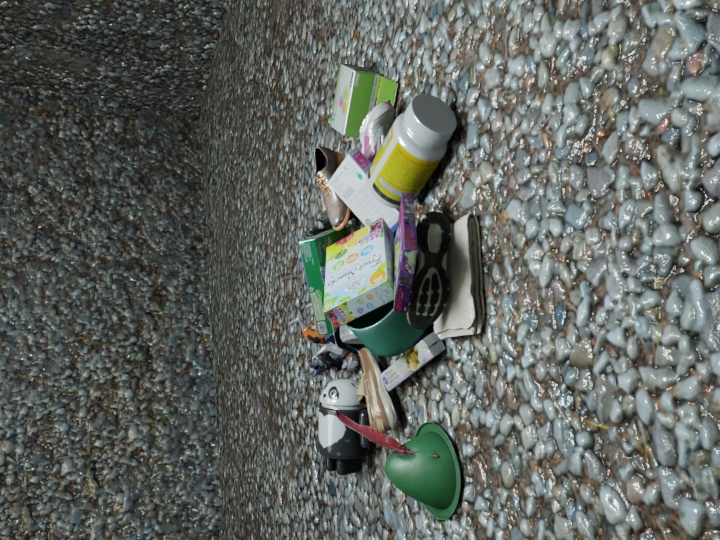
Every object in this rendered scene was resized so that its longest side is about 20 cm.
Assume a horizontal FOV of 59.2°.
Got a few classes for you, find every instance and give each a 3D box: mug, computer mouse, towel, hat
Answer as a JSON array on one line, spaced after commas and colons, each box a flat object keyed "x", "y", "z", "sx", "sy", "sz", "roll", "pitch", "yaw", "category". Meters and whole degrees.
[{"x": 0.069, "y": 0.075, "z": 1.218, "sx": 0.185, "sy": 0.115, "sz": 0.152, "roll": -46, "pitch": 30, "yaw": -6, "category": "mug"}, {"x": -0.033, "y": -0.138, "z": 1.500, "sx": 0.053, "sy": 0.136, "sz": 0.201, "roll": 54, "pitch": 127, "yaw": 21, "category": "computer mouse"}, {"x": 0.166, "y": 0.014, "z": 1.115, "sx": 0.132, "sy": 0.033, "sz": 0.207, "roll": 158, "pitch": 113, "yaw": -63, "category": "towel"}, {"x": 0.060, "y": 0.363, "z": 1.149, "sx": 0.199, "sy": 0.171, "sz": 0.172, "roll": -160, "pitch": 74, "yaw": -64, "category": "hat"}]

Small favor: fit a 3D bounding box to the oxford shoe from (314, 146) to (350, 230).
[{"x": -0.071, "y": -0.184, "z": 1.416, "sx": 0.071, "sy": 0.072, "sz": 0.206, "roll": -32, "pitch": 57, "yaw": 34, "category": "oxford shoe"}]

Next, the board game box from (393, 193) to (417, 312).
[{"x": 0.077, "y": -0.036, "z": 1.108, "sx": 0.202, "sy": 0.031, "sz": 0.123, "roll": -86, "pitch": 6, "yaw": -58, "category": "board game box"}]

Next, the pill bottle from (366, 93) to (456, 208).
[{"x": 0.095, "y": -0.223, "z": 1.198, "sx": 0.201, "sy": 0.111, "sz": 0.117, "roll": 124, "pitch": 141, "yaw": -49, "category": "pill bottle"}]

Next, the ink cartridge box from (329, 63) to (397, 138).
[{"x": 0.005, "y": -0.380, "z": 1.457, "sx": 0.200, "sy": 0.073, "sz": 0.152, "roll": -131, "pitch": 48, "yaw": -58, "category": "ink cartridge box"}]

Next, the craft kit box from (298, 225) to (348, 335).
[{"x": -0.061, "y": 0.017, "z": 1.411, "sx": 0.197, "sy": 0.047, "sz": 0.207, "roll": -36, "pitch": -64, "yaw": -70, "category": "craft kit box"}]

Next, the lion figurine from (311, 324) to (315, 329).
[{"x": -0.087, "y": 0.065, "z": 1.647, "sx": 0.123, "sy": 0.070, "sz": 0.206, "roll": 81, "pitch": -168, "yaw": -62, "category": "lion figurine"}]

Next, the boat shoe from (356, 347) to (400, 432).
[{"x": 0.022, "y": 0.252, "z": 1.343, "sx": 0.077, "sy": 0.070, "sz": 0.203, "roll": 67, "pitch": -179, "yaw": -47, "category": "boat shoe"}]

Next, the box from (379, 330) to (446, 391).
[{"x": 0.098, "y": 0.180, "z": 1.233, "sx": 0.039, "sy": 0.041, "sz": 0.201, "roll": 56, "pitch": 146, "yaw": 12, "category": "box"}]

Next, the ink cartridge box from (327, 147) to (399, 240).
[{"x": 0.026, "y": -0.148, "z": 1.342, "sx": 0.201, "sy": 0.042, "sz": 0.119, "roll": 50, "pitch": 147, "yaw": -1, "category": "ink cartridge box"}]

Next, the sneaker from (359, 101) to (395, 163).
[{"x": 0.043, "y": -0.256, "z": 1.365, "sx": 0.087, "sy": 0.080, "sz": 0.206, "roll": 31, "pitch": 117, "yaw": 32, "category": "sneaker"}]

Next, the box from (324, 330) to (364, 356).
[{"x": -0.050, "y": 0.118, "z": 1.489, "sx": 0.032, "sy": 0.120, "sz": 0.204, "roll": -37, "pitch": 48, "yaw": 21, "category": "box"}]

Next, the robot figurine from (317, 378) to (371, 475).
[{"x": -0.038, "y": 0.350, "z": 1.431, "sx": 0.125, "sy": 0.145, "sz": 0.208, "roll": 11, "pitch": -100, "yaw": -79, "category": "robot figurine"}]

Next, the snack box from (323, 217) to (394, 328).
[{"x": 0.000, "y": 0.000, "z": 1.220, "sx": 0.140, "sy": 0.053, "sz": 0.203, "roll": -28, "pitch": 34, "yaw": 19, "category": "snack box"}]

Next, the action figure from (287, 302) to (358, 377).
[{"x": -0.080, "y": 0.170, "z": 1.501, "sx": 0.105, "sy": 0.193, "sz": 0.200, "roll": -47, "pitch": -1, "yaw": 15, "category": "action figure"}]

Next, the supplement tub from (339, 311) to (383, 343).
[{"x": 0.009, "y": 0.048, "z": 1.358, "sx": 0.122, "sy": 0.119, "sz": 0.207, "roll": 152, "pitch": 117, "yaw": -62, "category": "supplement tub"}]

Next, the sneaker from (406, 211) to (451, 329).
[{"x": 0.115, "y": 0.001, "z": 1.127, "sx": 0.088, "sy": 0.074, "sz": 0.207, "roll": -178, "pitch": 97, "yaw": -78, "category": "sneaker"}]
